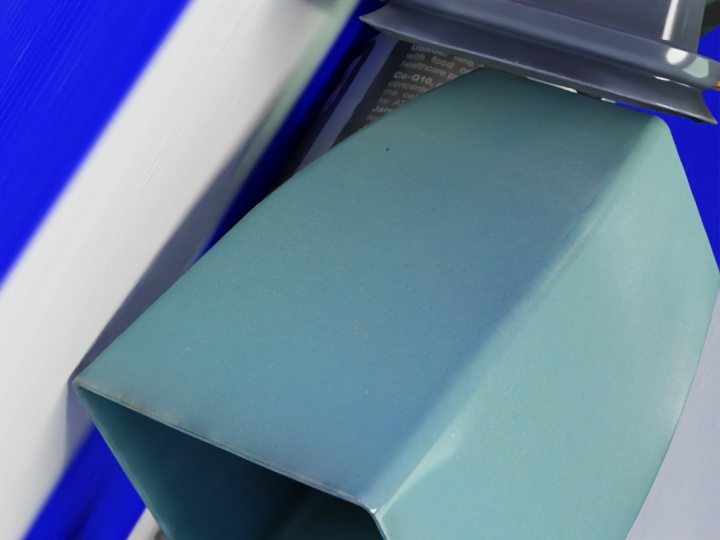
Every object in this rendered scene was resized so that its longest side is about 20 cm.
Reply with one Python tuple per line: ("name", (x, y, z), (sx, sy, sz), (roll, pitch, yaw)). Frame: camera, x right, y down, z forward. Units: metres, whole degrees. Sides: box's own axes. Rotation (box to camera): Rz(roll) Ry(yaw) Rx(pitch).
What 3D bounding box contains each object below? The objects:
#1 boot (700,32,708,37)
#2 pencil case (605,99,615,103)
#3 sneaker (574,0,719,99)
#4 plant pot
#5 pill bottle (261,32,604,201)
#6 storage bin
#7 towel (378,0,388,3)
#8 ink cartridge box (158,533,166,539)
("boot", (0.105, -0.100, 1.423), (0.168, 0.076, 0.200), (-38, -167, 35))
("pencil case", (0.092, -0.074, 1.277), (0.085, 0.092, 0.200), (-45, 151, -41))
("sneaker", (0.117, -0.150, 1.139), (0.201, 0.108, 0.067), (-33, 169, -50))
("plant pot", (0.031, 0.031, 0.951), (0.200, 0.141, 0.142), (-51, 138, -24))
("pill bottle", (0.027, -0.034, 1.129), (0.200, 0.114, 0.114), (-58, 173, -32))
("storage bin", (0.091, -0.130, 0.948), (0.200, 0.145, 0.135), (-38, 144, -83))
("towel", (0.048, -0.196, 1.044), (0.145, 0.024, 0.200), (-62, 177, -16))
("ink cartridge box", (-0.052, 0.179, 1.286), (0.145, 0.084, 0.200), (-7, -132, 57))
